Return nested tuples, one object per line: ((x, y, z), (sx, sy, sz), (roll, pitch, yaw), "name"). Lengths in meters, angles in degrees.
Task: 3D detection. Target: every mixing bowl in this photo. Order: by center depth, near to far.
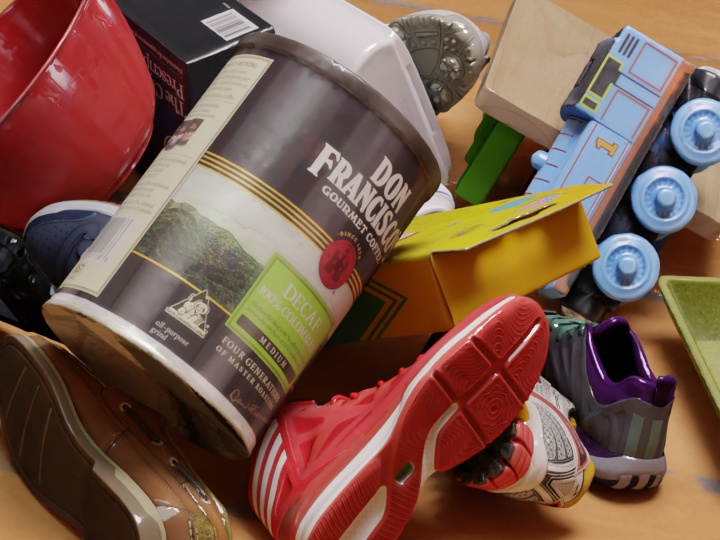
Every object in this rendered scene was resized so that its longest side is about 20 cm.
((-0.211, -0.102, 1.584), (0.108, 0.200, 0.200), (40, 20, -23), "mixing bowl")

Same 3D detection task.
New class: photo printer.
((-0.034, -0.142, 1.697), (0.069, 0.167, 0.200), (-43, 51, -15), "photo printer")

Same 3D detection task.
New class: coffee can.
((-0.067, -0.014, 1.344), (0.146, 0.147, 0.200), (26, 72, 29), "coffee can")

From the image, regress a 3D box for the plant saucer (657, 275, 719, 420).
((0.306, 0.077, 1.514), (0.199, 0.048, 0.200), (2, 30, -10), "plant saucer")

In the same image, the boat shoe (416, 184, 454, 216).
((0.000, 0.000, 1.558), (0.199, 0.074, 0.065), (-30, 50, -34), "boat shoe")

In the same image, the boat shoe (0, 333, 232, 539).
((-0.144, 0.107, 1.330), (0.068, 0.072, 0.200), (-7, 42, -34), "boat shoe")

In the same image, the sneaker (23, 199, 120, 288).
((-0.151, 0.021, 1.468), (0.199, 0.070, 0.108), (24, 31, 20), "sneaker")

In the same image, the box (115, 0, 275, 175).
((-0.139, -0.142, 1.678), (0.079, 0.142, 0.200), (-25, 41, -24), "box")

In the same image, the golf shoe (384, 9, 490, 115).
((0.060, -0.160, 1.718), (0.097, 0.079, 0.200), (-36, 2, -20), "golf shoe")

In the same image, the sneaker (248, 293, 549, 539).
((0.009, 0.075, 1.335), (0.200, 0.078, 0.115), (-45, 42, -12), "sneaker")

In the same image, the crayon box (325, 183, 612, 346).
((0.055, -0.002, 1.431), (0.127, 0.051, 0.200), (-24, 8, -33), "crayon box")

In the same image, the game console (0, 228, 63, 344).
((-0.297, 0.012, 1.413), (0.199, 0.176, 0.117), (20, 68, 28), "game console")

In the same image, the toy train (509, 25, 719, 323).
((0.173, -0.063, 1.591), (0.114, 0.201, 0.087), (31, -4, 0), "toy train")

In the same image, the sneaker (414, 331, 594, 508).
((0.083, 0.088, 1.429), (0.082, 0.078, 0.200), (26, 18, -24), "sneaker")

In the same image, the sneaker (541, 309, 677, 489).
((0.142, 0.050, 1.472), (0.074, 0.088, 0.200), (-2, 31, -31), "sneaker")

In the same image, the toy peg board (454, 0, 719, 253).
((0.170, -0.090, 1.742), (0.198, 0.098, 0.200), (30, 30, -4), "toy peg board")
